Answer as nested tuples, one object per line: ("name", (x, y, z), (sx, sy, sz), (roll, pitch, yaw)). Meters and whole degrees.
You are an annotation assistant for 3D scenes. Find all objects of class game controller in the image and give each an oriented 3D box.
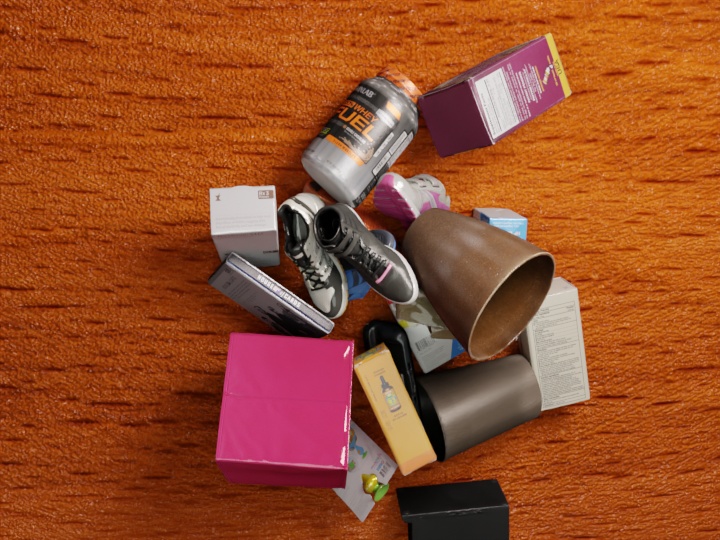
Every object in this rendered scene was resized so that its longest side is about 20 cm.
("game controller", (0.057, 0.186, 1.311), (0.102, 0.042, 0.206), (1, 108, 40))

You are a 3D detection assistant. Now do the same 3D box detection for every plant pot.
("plant pot", (0.161, -0.003, 1.150), (0.200, 0.186, 0.188), (42, 98, 32))

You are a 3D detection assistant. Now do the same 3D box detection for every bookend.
("bookend", (0.170, 0.506, 1.393), (0.193, 0.092, 0.206), (-5, 104, -3))

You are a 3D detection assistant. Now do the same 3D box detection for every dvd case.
("dvd case", (-0.150, 0.052, 1.235), (0.198, 0.150, 0.025), (37, 66, -12))

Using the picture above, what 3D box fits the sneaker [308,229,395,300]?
("sneaker", (0.000, 0.000, 1.244), (0.077, 0.067, 0.199), (27, 136, -31))

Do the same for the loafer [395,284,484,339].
("loafer", (0.141, 0.083, 1.239), (0.196, 0.076, 0.069), (27, 98, -2))

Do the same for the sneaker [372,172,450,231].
("sneaker", (0.087, -0.119, 1.225), (0.080, 0.199, 0.090), (17, 81, 30))

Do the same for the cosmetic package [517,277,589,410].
("cosmetic package", (0.332, 0.128, 1.328), (0.100, 0.087, 0.206), (-10, 104, -3))

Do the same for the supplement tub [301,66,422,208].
("supplement tub", (0.009, -0.211, 1.191), (0.122, 0.122, 0.201), (40, 83, -13))

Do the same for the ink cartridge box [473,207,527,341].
("ink cartridge box", (0.227, 0.005, 1.275), (0.066, 0.115, 0.206), (0, 102, -5))

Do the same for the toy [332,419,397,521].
("toy", (-0.022, 0.320, 1.314), (0.047, 0.199, 0.117), (20, 105, -52))

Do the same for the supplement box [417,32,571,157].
("supplement box", (0.208, -0.269, 1.165), (0.198, 0.130, 0.105), (-33, 106, -29))

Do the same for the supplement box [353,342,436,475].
("supplement box", (0.055, 0.226, 1.245), (0.065, 0.069, 0.204), (-24, 99, 1))

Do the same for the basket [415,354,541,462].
("basket", (0.201, 0.227, 1.305), (0.195, 0.180, 0.140), (-15, 107, -12))

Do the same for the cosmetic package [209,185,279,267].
("cosmetic package", (-0.175, -0.063, 1.173), (0.098, 0.200, 0.076), (-4, 78, -4))

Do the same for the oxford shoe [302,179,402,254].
("oxford shoe", (-0.020, -0.070, 1.266), (0.197, 0.072, 0.074), (33, 115, -5))

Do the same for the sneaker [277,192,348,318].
("sneaker", (-0.083, -0.017, 1.188), (0.074, 0.087, 0.205), (-18, 90, 32))

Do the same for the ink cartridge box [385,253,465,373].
("ink cartridge box", (0.110, 0.056, 1.299), (0.114, 0.067, 0.204), (-27, 104, 0))

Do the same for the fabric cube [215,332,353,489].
("fabric cube", (-0.112, 0.227, 1.204), (0.193, 0.197, 0.205), (3, 65, 0))

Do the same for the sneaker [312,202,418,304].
("sneaker", (0.000, -0.022, 1.123), (0.201, 0.099, 0.071), (48, 110, 16))
